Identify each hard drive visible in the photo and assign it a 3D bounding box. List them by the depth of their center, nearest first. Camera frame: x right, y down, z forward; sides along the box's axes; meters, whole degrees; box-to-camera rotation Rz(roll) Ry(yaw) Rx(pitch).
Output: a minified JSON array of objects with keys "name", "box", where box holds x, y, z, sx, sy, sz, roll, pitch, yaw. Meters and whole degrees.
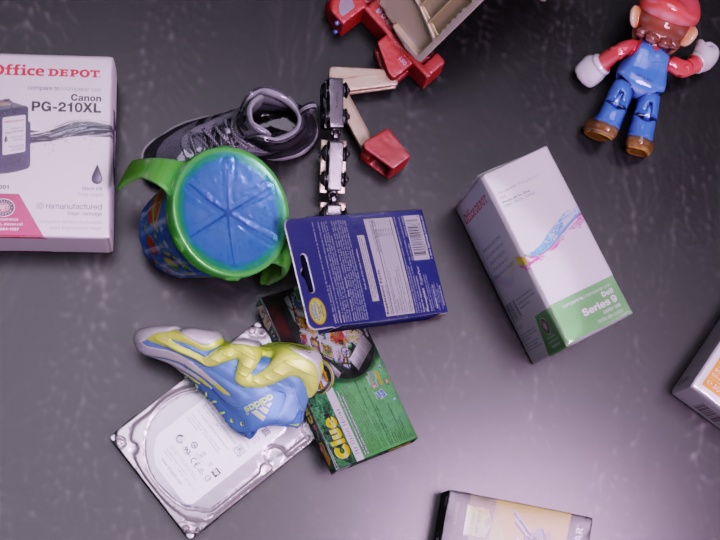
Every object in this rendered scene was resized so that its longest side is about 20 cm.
[{"name":"hard drive","box":[-0.144,0.168,1.578,0.200,0.038,0.140,-37,86,-13]}]

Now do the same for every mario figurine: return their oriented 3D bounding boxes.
[{"name":"mario figurine","box":[0.326,-0.232,1.702,0.123,0.106,0.200,25,87,-38]}]

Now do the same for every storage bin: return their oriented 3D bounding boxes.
[{"name":"storage bin","box":[0.147,-0.329,1.599,0.200,0.199,0.094,-30,86,-31]}]

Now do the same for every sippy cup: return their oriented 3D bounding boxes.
[{"name":"sippy cup","box":[-0.163,-0.049,1.558,0.140,0.130,0.178,-28,96,-34]}]

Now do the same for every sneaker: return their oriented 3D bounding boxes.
[{"name":"sneaker","box":[-0.142,0.116,1.530,0.200,0.076,0.105,9,89,9]},{"name":"sneaker","box":[-0.140,-0.147,1.598,0.200,0.114,0.076,-15,81,-9]}]

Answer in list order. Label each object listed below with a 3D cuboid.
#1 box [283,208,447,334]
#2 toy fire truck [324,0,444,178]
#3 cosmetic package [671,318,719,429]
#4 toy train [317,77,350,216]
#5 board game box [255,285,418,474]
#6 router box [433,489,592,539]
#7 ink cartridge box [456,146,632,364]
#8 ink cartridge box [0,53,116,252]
[{"name":"box","box":[0.000,0.000,1.577,0.200,0.032,0.121,-5,78,-43]},{"name":"toy fire truck","box":[0.014,-0.218,1.663,0.141,0.049,0.200,-41,86,-11]},{"name":"cosmetic package","box":[0.444,0.081,1.645,0.101,0.071,0.200,36,77,1]},{"name":"toy train","box":[-0.031,-0.109,1.624,0.034,0.046,0.200,0,92,-14]},{"name":"board game box","box":[-0.026,0.106,1.586,0.105,0.023,0.200,-16,75,-30]},{"name":"router box","box":[0.148,0.343,1.570,0.157,0.052,0.200,11,78,-4]},{"name":"ink cartridge box","box":[0.191,-0.015,1.595,0.087,0.145,0.200,-27,83,-11]},{"name":"ink cartridge box","box":[-0.333,-0.124,1.586,0.145,0.084,0.200,1,79,-7]}]
